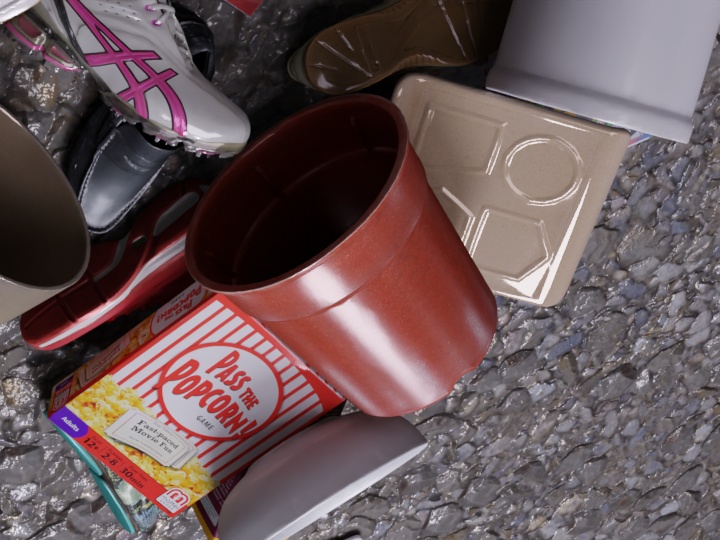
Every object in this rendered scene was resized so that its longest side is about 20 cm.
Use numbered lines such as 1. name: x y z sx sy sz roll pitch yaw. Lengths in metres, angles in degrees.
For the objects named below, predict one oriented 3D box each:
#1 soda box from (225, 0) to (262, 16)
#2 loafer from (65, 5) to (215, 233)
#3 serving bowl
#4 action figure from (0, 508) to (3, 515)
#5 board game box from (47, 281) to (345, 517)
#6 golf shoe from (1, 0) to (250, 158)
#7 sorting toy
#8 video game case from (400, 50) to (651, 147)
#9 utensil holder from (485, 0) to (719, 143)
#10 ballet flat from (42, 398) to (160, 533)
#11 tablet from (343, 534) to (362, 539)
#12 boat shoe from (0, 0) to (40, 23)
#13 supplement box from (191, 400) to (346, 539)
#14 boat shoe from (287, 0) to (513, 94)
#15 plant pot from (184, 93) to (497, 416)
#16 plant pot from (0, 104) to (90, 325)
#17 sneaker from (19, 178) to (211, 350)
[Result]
1. soda box: -0.136 -0.262 1.097 0.070 0.063 0.200 -49 134 13
2. loafer: -0.171 -0.107 1.203 0.068 0.070 0.201 12 119 -38
3. serving bowl: -0.042 0.174 1.331 0.200 0.066 0.200 -32 172 -5
4. action figure: -0.386 0.188 1.307 0.193 0.105 0.200 3 149 -39
5. board game box: -0.136 0.102 1.305 0.200 0.046 0.151 -36 118 20
6. golf shoe: -0.156 -0.157 1.112 0.200 0.073 0.092 34 108 -9
7. sorting toy: 0.103 -0.067 1.304 0.200 0.036 0.185 13 126 -7
8. video game case: 0.145 -0.146 1.352 0.200 0.018 0.143 -23 105 -13
9. utensil holder: 0.204 -0.218 1.234 0.170 0.170 0.200 9 100 -36
10. ballet flat: -0.223 0.161 1.413 0.074 0.074 0.200 -28 141 -8
11. tablet: -0.087 0.362 1.700 0.200 0.014 0.130 -19 134 -18
12. boat shoe: -0.274 -0.203 1.057 0.200 0.071 0.069 -33 137 -1
13. supplement box: -0.092 0.143 1.438 0.086 0.110 0.200 1 126 -33
14. boat shoe: 0.036 -0.194 1.271 0.200 0.063 0.073 -17 103 -21
15. plant pot: 0.000 0.000 1.228 0.201 0.201 0.195 -38 125 3
16. plant pot: -0.333 -0.009 1.129 0.200 0.187 0.187 -37 138 21
17. sneaker: -0.177 0.022 1.308 0.200 0.078 0.116 -34 135 0
